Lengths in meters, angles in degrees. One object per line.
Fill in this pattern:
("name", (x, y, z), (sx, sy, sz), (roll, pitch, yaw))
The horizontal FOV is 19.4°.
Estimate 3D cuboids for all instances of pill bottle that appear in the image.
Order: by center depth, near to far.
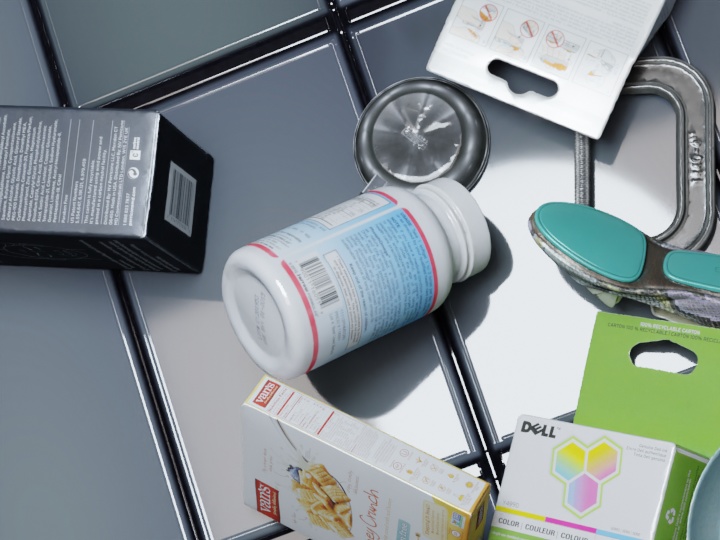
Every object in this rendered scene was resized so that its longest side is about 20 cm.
("pill bottle", (0.000, 0.000, 1.643), (0.200, 0.109, 0.109), (-24, 71, -28))

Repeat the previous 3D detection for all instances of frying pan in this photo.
("frying pan", (0.016, -0.089, 1.738), (0.190, 0.031, 0.115), (-28, 74, 4))

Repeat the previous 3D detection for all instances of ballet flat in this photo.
("ballet flat", (0.222, 0.007, 1.641), (0.200, 0.072, 0.072), (17, 84, 5))

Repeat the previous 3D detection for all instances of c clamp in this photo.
("c clamp", (0.202, -0.097, 1.697), (0.171, 0.027, 0.200), (-6, 77, 7))

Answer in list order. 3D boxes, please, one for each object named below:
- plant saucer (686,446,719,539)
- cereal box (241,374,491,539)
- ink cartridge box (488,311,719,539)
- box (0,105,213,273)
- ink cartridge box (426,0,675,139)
("plant saucer", (0.330, 0.200, 1.573), (0.201, 0.039, 0.201), (1, 85, -14))
("cereal box", (0.000, 0.174, 1.632), (0.200, 0.144, 0.040), (24, 54, 17))
("ink cartridge box", (0.196, 0.128, 1.599), (0.148, 0.076, 0.200), (8, 81, 41))
("box", (-0.240, -0.066, 1.730), (0.200, 0.148, 0.107), (2, 79, 13))
("ink cartridge box", (0.167, -0.219, 1.714), (0.160, 0.047, 0.200), (24, 85, 16))
